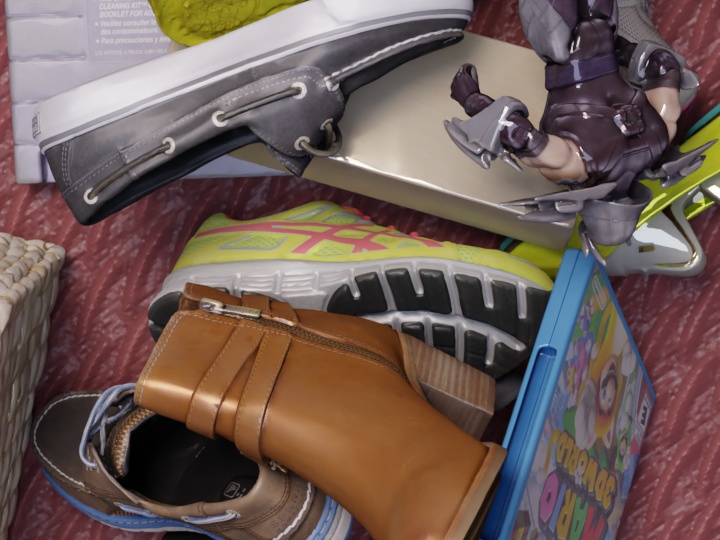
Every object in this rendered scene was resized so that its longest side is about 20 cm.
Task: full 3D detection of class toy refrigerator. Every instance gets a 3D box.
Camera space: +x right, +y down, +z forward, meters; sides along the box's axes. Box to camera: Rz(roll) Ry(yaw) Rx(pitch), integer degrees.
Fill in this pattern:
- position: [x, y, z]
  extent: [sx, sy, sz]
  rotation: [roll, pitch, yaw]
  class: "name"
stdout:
- position: [0.011, -0.075, 0.902]
  extent: [0.199, 0.070, 0.076]
  rotation: [16, 82, 4]
  class: "toy refrigerator"

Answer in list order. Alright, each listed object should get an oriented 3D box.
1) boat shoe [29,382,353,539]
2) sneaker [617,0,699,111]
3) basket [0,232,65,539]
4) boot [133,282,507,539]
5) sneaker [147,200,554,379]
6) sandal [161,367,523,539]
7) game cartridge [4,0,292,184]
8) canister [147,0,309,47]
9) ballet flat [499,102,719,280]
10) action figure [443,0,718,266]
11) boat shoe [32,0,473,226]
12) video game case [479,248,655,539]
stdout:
- position: [-0.094, 0.085, 0.927]
  extent: [0.199, 0.072, 0.072]
  rotation: [9, 65, 39]
  class: "boat shoe"
- position: [0.104, -0.163, 0.921]
  extent: [0.088, 0.081, 0.200]
  rotation: [-38, 96, 9]
  class: "sneaker"
- position: [-0.245, 0.074, 0.913]
  extent: [0.160, 0.198, 0.201]
  rotation: [13, 99, -2]
  class: "basket"
- position: [-0.022, 0.072, 0.822]
  extent: [0.154, 0.200, 0.074]
  rotation: [19, 107, -4]
  class: "boot"
- position: [0.000, 0.000, 0.946]
  extent: [0.199, 0.091, 0.078]
  rotation: [4, 132, 6]
  class: "sneaker"
- position: [-0.014, 0.087, 0.972]
  extent: [0.200, 0.076, 0.043]
  rotation: [-30, 99, -4]
  class: "sandal"
- position: [-0.075, -0.110, 0.961]
  extent: [0.199, 0.038, 0.130]
  rotation: [-1, 95, 3]
  class: "game cartridge"
- position: [-0.050, -0.216, 0.868]
  extent: [0.148, 0.087, 0.201]
  rotation: [-18, 65, -5]
  class: "canister"
- position: [0.164, -0.038, 0.942]
  extent: [0.200, 0.067, 0.067]
  rotation: [-33, 75, 4]
  class: "ballet flat"
- position: [0.089, -0.100, 0.814]
  extent: [0.069, 0.130, 0.201]
  rotation: [-1, 104, 41]
  class: "action figure"
- position: [-0.041, -0.070, 0.835]
  extent: [0.199, 0.070, 0.067]
  rotation: [-18, 87, -1]
  class: "boat shoe"
- position: [0.091, 0.111, 0.895]
  extent: [0.018, 0.143, 0.201]
  rotation: [8, 62, 25]
  class: "video game case"
